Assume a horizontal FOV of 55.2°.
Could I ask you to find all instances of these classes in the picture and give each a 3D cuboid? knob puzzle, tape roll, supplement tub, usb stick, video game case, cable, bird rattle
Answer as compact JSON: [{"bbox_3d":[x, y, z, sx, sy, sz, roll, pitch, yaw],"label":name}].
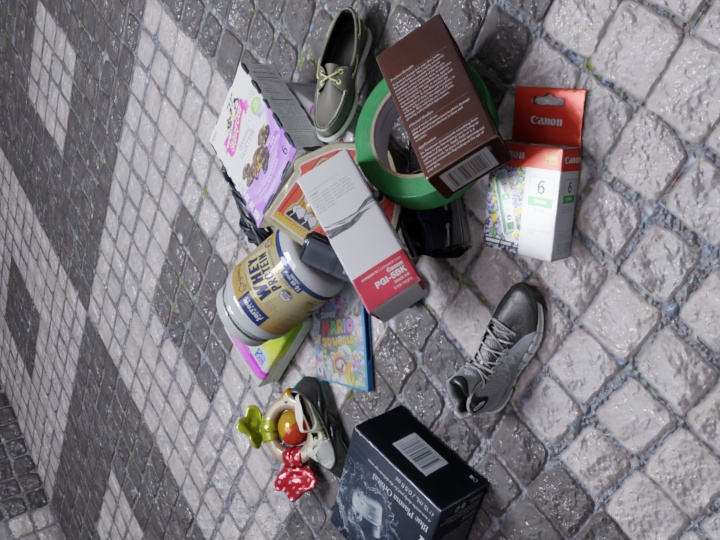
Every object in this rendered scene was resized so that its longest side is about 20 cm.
[{"bbox_3d":[-0.021,-0.104,1.046,0.031,0.213,0.225,-104,26,-62],"label":"knob puzzle"},{"bbox_3d":[0.087,-0.187,0.930,0.195,0.048,0.207,-9,70,27],"label":"tape roll"},{"bbox_3d":[-0.137,0.025,1.162,0.199,0.143,0.147,-37,70,26],"label":"supplement tub"},{"bbox_3d":[0.000,0.000,1.055,0.195,0.033,0.056,24,117,-4],"label":"usb stick"},{"bbox_3d":[-0.035,0.099,1.210,0.141,0.017,0.207,4,100,48],"label":"video game case"},{"bbox_3d":[-0.212,-0.102,1.305,0.203,0.050,0.164,60,161,23],"label":"cable"},{"bbox_3d":[-0.139,0.323,1.315,0.201,0.111,0.165,47,113,27],"label":"bird rattle"}]

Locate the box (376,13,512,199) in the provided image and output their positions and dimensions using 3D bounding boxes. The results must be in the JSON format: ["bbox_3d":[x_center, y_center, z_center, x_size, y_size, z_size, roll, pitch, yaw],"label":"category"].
[{"bbox_3d":[0.101,-0.204,0.857,0.098,0.075,0.205,-28,64,19],"label":"box"}]

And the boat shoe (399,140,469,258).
[{"bbox_3d":[0.092,-0.114,0.972,0.074,0.091,0.206,-22,82,47],"label":"boat shoe"}]

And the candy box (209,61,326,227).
[{"bbox_3d":[-0.154,-0.204,1.119,0.202,0.070,0.169,57,134,24],"label":"candy box"}]

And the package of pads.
[{"bbox_3d":[-0.181,0.102,1.336,0.156,0.067,0.202,55,132,24],"label":"package of pads"}]

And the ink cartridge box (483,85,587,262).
[{"bbox_3d":[0.216,-0.123,0.863,0.107,0.049,0.207,17,111,45],"label":"ink cartridge box"}]

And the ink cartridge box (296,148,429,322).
[{"bbox_3d":[0.007,-0.043,0.933,0.082,0.147,0.203,-30,78,5],"label":"ink cartridge box"}]

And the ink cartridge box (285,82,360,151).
[{"bbox_3d":[-0.060,-0.198,1.130,0.200,0.083,0.148,43,127,35],"label":"ink cartridge box"}]

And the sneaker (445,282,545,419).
[{"bbox_3d":[0.172,0.118,0.911,0.074,0.113,0.205,33,121,38],"label":"sneaker"}]

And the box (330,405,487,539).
[{"bbox_3d":[0.069,0.363,1.075,0.195,0.115,0.205,35,123,38],"label":"box"}]

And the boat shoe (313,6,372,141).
[{"bbox_3d":[-0.035,-0.296,1.036,0.070,0.060,0.208,7,74,26],"label":"boat shoe"}]

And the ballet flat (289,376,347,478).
[{"bbox_3d":[-0.077,0.294,1.245,0.068,0.067,0.205,-33,78,50],"label":"ballet flat"}]
